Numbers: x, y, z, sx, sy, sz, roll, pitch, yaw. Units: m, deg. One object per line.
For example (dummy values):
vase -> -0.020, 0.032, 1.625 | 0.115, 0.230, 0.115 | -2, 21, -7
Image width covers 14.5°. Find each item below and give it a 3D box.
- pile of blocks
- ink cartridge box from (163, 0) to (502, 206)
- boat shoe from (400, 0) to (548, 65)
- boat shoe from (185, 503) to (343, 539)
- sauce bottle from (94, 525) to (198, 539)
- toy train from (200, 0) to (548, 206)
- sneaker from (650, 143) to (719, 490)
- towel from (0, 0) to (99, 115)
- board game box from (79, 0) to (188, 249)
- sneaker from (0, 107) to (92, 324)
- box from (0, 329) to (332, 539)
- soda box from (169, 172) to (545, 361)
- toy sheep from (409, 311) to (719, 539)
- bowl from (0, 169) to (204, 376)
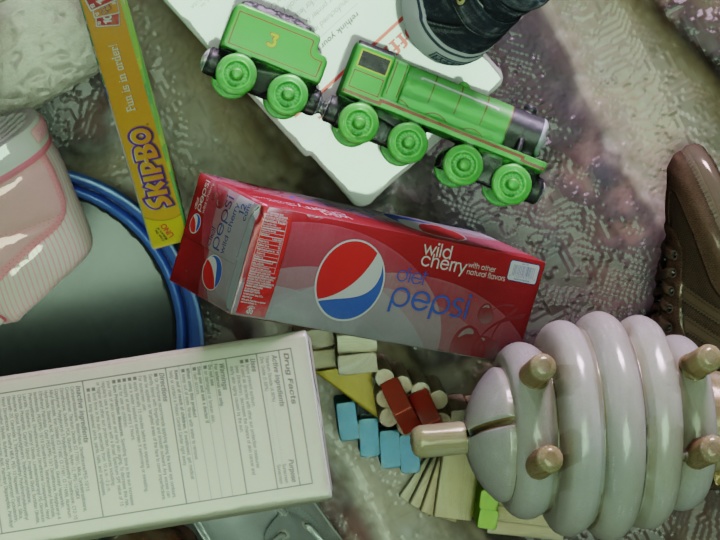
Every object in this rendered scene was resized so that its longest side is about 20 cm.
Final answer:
pile of blocks -> 0.040, 0.099, 1.609 | 0.200, 0.062, 0.082 | 31, 96, -7
ink cartridge box -> -0.028, -0.146, 1.562 | 0.116, 0.067, 0.200 | -41, 99, 3
boat shoe -> 0.061, -0.216, 1.514 | 0.071, 0.091, 0.201 | 2, 72, -34
boat shoe -> -0.041, 0.173, 1.611 | 0.072, 0.069, 0.200 | -35, 100, 2
sauce bottle -> -0.101, 0.189, 1.576 | 0.066, 0.066, 0.200 | -28, 95, 1
toy train -> 0.012, -0.090, 1.521 | 0.200, 0.042, 0.057 | 21, 87, -7
sneaker -> 0.192, 0.031, 1.604 | 0.075, 0.070, 0.201 | -15, 98, 4
towel -> -0.244, -0.126, 1.570 | 0.200, 0.034, 0.133 | -30, 101, 0
board game box -> -0.126, -0.105, 1.520 | 0.030, 0.096, 0.200 | -17, 119, -1
sneaker -> -0.237, -0.002, 1.528 | 0.200, 0.075, 0.105 | -24, 116, 11
box -> -0.121, 0.094, 1.511 | 0.199, 0.078, 0.095 | -7, 84, -7
soda box -> 0.000, 0.000, 1.544 | 0.200, 0.070, 0.064 | 11, 99, -37
toy sheep -> 0.127, 0.084, 1.538 | 0.199, 0.138, 0.138 | 2, 99, -7
bowl -> -0.188, 0.038, 1.596 | 0.200, 0.039, 0.201 | -1, 99, -3
